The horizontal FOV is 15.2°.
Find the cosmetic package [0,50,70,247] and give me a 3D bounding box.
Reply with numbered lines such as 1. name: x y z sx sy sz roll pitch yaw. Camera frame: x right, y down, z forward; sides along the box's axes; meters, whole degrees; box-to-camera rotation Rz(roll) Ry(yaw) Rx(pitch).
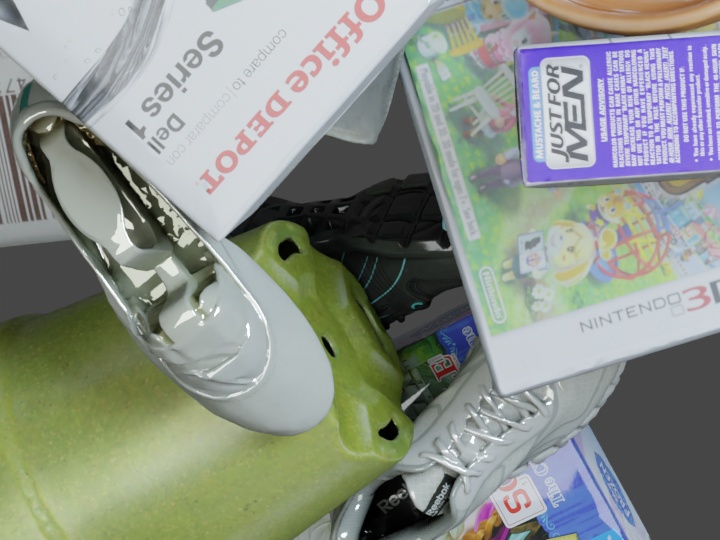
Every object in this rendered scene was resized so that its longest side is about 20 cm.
1. cosmetic package: -0.149 -0.116 1.312 0.164 0.200 0.166 -6 105 14

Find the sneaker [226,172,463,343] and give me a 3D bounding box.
1. sneaker: 0.000 0.000 1.390 0.199 0.075 0.080 -3 119 21

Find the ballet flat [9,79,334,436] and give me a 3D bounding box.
1. ballet flat: -0.089 0.000 1.191 0.069 0.069 0.200 -36 96 20

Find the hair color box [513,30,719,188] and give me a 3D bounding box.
1. hair color box: 0.166 -0.072 1.160 0.199 0.109 0.065 -2 92 4

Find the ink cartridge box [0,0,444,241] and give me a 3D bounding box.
1. ink cartridge box: -0.080 -0.133 1.142 0.200 0.084 0.146 41 106 -3

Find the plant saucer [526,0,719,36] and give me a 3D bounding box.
1. plant saucer: 0.136 -0.195 1.182 0.199 0.037 0.201 -7 74 25

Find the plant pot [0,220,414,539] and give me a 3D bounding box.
1. plant pot: -0.083 0.073 1.319 0.184 0.200 0.201 -30 97 20

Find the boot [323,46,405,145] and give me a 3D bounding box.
1. boot: -0.040 -0.177 1.208 0.181 0.073 0.201 27 113 17

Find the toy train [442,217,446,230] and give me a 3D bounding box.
1. toy train: 0.144 -0.011 1.307 0.199 0.150 0.056 16 129 9

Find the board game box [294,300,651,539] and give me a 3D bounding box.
1. board game box: 0.038 0.137 1.426 0.199 0.041 0.201 -27 97 19

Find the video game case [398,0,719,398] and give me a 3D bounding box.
1. video game case: 0.120 -0.063 1.229 0.181 0.022 0.201 -17 91 4

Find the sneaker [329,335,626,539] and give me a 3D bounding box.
1. sneaker: 0.058 0.082 1.343 0.075 0.081 0.200 44 108 0
